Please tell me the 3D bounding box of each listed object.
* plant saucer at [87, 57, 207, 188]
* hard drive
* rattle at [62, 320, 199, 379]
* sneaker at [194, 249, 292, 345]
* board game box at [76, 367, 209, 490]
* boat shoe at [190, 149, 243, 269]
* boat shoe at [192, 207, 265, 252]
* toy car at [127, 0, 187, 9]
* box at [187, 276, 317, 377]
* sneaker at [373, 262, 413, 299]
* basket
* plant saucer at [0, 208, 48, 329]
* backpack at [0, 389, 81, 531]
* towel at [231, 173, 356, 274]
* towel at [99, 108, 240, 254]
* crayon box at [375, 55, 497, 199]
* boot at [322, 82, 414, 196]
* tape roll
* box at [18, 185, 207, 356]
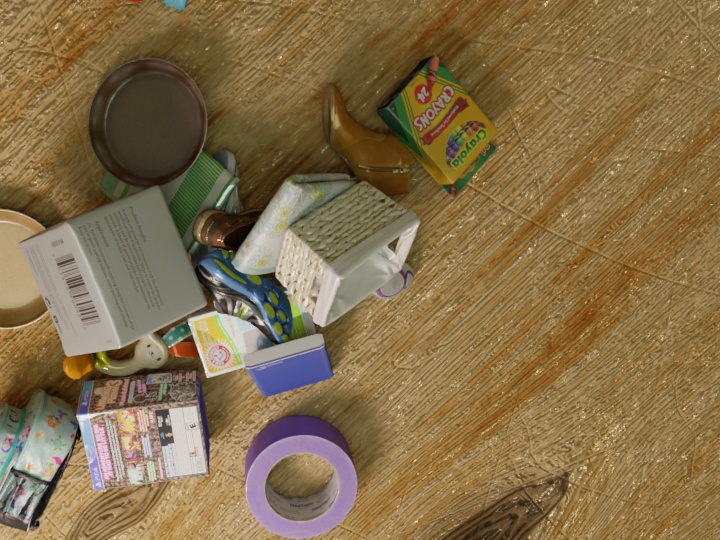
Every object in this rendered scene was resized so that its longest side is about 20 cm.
[{"bbox_3d":[-0.330,-0.230,1.504,0.198,0.032,0.203,1,93,11],"label":"plant saucer"},{"bbox_3d":[-0.116,0.162,1.600,0.131,0.200,0.026,-16,70,-3],"label":"hard drive"},{"bbox_3d":[-0.369,0.130,1.579,0.198,0.143,0.132,15,87,-6],"label":"rattle"},{"bbox_3d":[-0.182,0.045,1.515,0.082,0.071,0.200,-24,123,39],"label":"sneaker"},{"bbox_3d":[-0.362,0.268,1.622,0.198,0.097,0.161,-6,118,-6],"label":"board game box"},{"bbox_3d":[-0.228,-0.095,1.574,0.065,0.073,0.202,8,101,-42],"label":"boat shoe"},{"bbox_3d":[-0.177,-0.057,1.532,0.199,0.067,0.073,-2,114,-54],"label":"boat shoe"},{"bbox_3d":[-0.323,-0.476,1.375,0.183,0.200,0.178,17,103,-13],"label":"toy car"},{"bbox_3d":[-0.179,0.088,1.608,0.198,0.101,0.114,-15,107,-3],"label":"box"},{"bbox_3d":[0.000,0.000,1.622,0.198,0.100,0.075,-2,121,-32],"label":"sneaker"},{"bbox_3d":[-0.024,-0.032,1.491,0.123,0.200,0.136,41,141,17],"label":"basket"},{"bbox_3d":[-0.581,-0.006,1.560,0.198,0.035,0.202,-2,106,-8],"label":"plant saucer"},{"bbox_3d":[-0.548,0.298,1.580,0.150,0.178,0.201,33,95,-20],"label":"backpack"},{"bbox_3d":[-0.100,-0.077,1.496,0.048,0.200,0.172,40,113,18],"label":"towel"},{"bbox_3d":[-0.307,-0.140,1.531,0.199,0.023,0.153,34,99,9],"label":"towel"},{"bbox_3d":[0.137,-0.232,1.567,0.200,0.051,0.127,46,74,-18],"label":"crayon box"},{"bbox_3d":[0.016,-0.215,1.572,0.142,0.071,0.203,-10,112,-11],"label":"boot"},{"bbox_3d":[-0.107,0.367,1.707,0.198,0.085,0.202,-2,107,-8],"label":"tape roll"},{"bbox_3d":[-0.379,0.003,1.465,0.171,0.199,0.201,-29,101,-39],"label":"box"}]
